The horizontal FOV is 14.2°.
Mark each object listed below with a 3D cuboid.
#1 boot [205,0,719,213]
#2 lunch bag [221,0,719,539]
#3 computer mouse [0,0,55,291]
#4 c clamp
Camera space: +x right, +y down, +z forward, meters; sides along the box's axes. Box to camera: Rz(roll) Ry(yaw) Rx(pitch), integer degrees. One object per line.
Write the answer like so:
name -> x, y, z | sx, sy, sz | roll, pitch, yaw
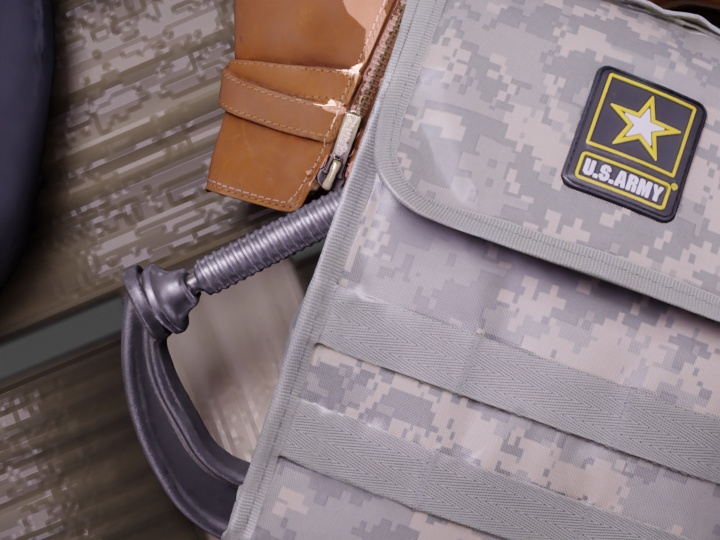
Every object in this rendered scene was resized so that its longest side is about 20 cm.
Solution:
boot -> 0.050, -0.072, 0.996 | 0.199, 0.077, 0.156 | 17, 90, 3
lunch bag -> 0.067, 0.010, 0.908 | 0.163, 0.118, 0.201 | 19, 97, 0
computer mouse -> -0.156, -0.077, 1.018 | 0.138, 0.053, 0.201 | 1, 85, -27
c clamp -> 0.000, 0.000, 0.980 | 0.200, 0.027, 0.171 | -32, 111, 8
